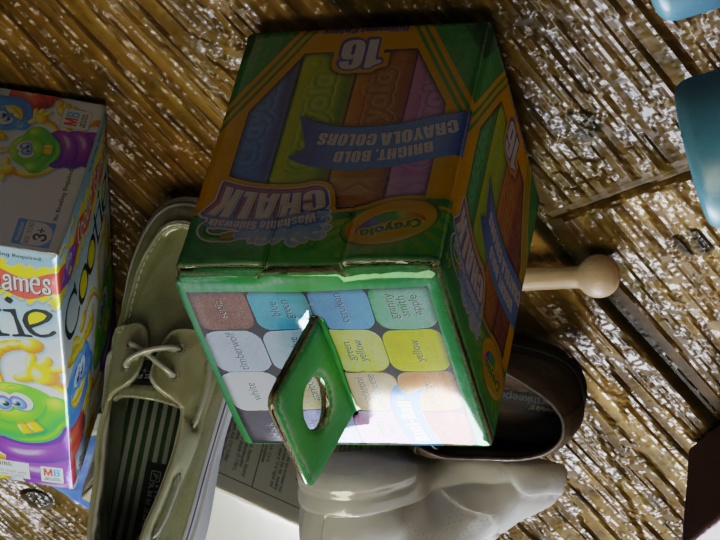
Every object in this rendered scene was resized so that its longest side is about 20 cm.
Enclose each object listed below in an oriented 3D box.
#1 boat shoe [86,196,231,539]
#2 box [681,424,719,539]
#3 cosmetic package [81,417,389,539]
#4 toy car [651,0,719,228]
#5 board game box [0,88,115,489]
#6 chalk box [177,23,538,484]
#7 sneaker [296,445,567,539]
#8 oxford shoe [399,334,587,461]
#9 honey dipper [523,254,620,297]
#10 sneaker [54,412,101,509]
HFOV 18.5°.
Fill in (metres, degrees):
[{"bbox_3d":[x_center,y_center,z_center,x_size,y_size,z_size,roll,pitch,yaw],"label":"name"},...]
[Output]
[{"bbox_3d":[-0.097,0.060,1.126,0.072,0.201,0.062,4,174,15],"label":"boat shoe"},{"bbox_3d":[0.263,0.094,1.161,0.100,0.075,0.200,24,141,-13],"label":"box"},{"bbox_3d":[-0.044,0.112,1.240,0.199,0.104,0.073,27,141,-15],"label":"cosmetic package"},{"bbox_3d":[0.225,-0.093,0.921,0.183,0.178,0.200,-16,162,12],"label":"toy car"},{"bbox_3d":[-0.190,0.010,1.158,0.102,0.105,0.201,9,141,4],"label":"board game box"},{"bbox_3d":[0.000,0.000,1.008,0.123,0.201,0.125,-1,139,16],"label":"chalk box"},{"bbox_3d":[0.035,0.139,1.188,0.075,0.089,0.199,9,-173,42],"label":"sneaker"},{"bbox_3d":[0.020,0.060,1.165,0.199,0.084,0.073,4,104,6],"label":"oxford shoe"},{"bbox_3d":[0.035,0.005,1.149,0.199,0.038,0.038,-3,138,15],"label":"honey dipper"},{"bbox_3d":[-0.104,0.158,1.303,0.199,0.112,0.077,16,141,-3],"label":"sneaker"}]
